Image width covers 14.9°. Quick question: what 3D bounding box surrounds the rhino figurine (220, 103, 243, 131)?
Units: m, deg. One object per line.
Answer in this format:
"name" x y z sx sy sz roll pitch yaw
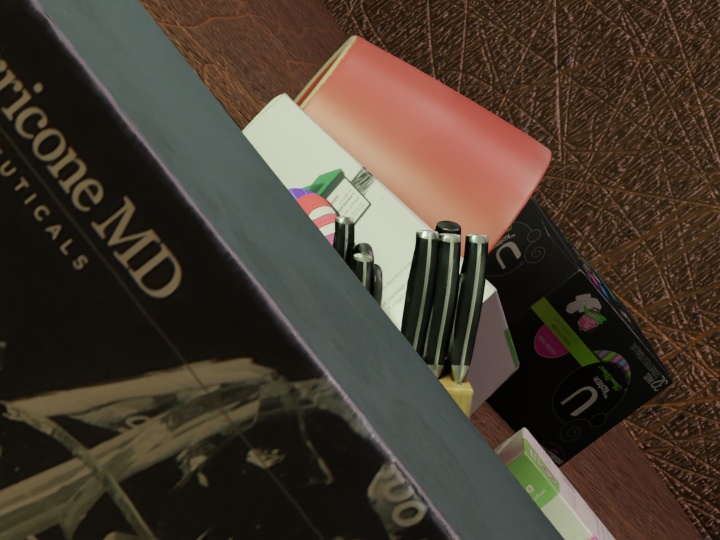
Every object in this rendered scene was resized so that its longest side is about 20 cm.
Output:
"rhino figurine" -0.064 -0.054 1.945 0.200 0.060 0.087 50 17 9

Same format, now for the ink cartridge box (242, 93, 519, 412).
"ink cartridge box" 0.000 0.000 1.763 0.200 0.084 0.146 43 -9 22

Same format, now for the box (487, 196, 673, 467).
"box" 0.173 0.060 2.601 0.200 0.148 0.124 46 10 -42

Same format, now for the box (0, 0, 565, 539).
"box" -0.081 0.065 0.565 0.200 0.196 0.124 51 6 -3

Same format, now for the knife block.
"knife block" 0.025 0.072 1.368 0.200 0.175 0.064 49 8 -26

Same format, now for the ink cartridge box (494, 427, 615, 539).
"ink cartridge box" 0.155 0.217 1.978 0.200 0.067 0.117 51 6 -2

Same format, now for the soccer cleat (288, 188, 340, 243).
"soccer cleat" -0.053 0.003 1.544 0.073 0.068 0.200 48 26 -25

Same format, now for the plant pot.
"plant pot" 0.017 -0.070 2.110 0.177 0.201 0.200 39 8 -7
